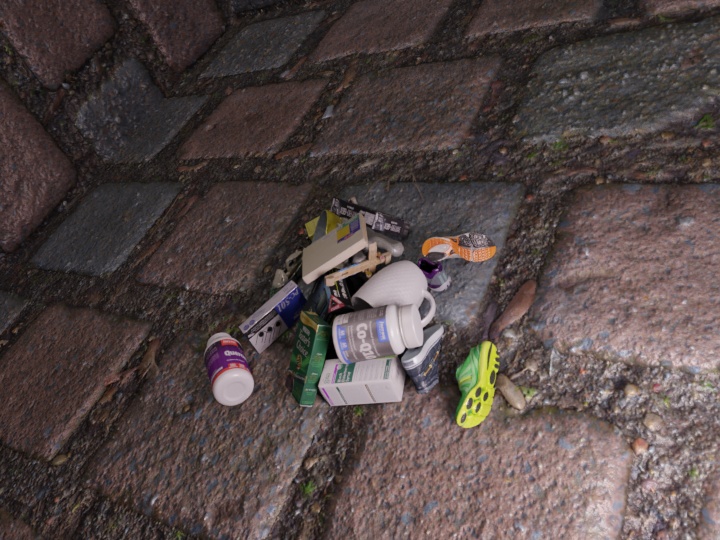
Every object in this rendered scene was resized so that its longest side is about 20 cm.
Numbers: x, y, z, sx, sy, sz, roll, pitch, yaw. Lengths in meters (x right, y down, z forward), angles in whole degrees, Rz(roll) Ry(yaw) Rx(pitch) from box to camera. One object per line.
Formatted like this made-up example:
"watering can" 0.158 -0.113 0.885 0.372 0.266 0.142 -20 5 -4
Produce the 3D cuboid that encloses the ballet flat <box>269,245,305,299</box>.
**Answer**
"ballet flat" -0.222 0.004 1.913 0.073 0.075 0.202 15 58 41

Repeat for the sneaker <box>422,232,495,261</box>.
"sneaker" 0.264 -0.066 1.681 0.192 0.079 0.092 2 7 10

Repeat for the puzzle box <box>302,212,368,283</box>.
"puzzle box" -0.068 -0.059 1.638 0.197 0.026 0.135 -31 31 16

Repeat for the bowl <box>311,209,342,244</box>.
"bowl" -0.079 -0.068 1.848 0.104 0.203 0.204 12 40 -15

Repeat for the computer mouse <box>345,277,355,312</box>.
"computer mouse" -0.033 0.078 1.748 0.057 0.034 0.202 -28 40 1

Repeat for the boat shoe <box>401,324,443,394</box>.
"boat shoe" 0.157 0.207 1.477 0.069 0.093 0.200 -17 13 32

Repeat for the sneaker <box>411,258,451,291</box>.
"sneaker" 0.152 -0.010 1.679 0.196 0.089 0.075 12 54 39

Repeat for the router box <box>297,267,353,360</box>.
"router box" -0.096 0.115 1.639 0.203 0.060 0.152 -62 27 29

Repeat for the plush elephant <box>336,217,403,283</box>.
"plush elephant" -0.002 -0.030 1.732 0.162 0.159 0.199 -24 46 -31

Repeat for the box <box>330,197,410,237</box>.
"box" 0.028 -0.157 1.856 0.197 0.155 0.051 24 100 45

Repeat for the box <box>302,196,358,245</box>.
"box" -0.087 -0.153 2.004 0.196 0.051 0.076 -30 40 3

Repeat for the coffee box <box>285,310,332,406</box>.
"coffee box" -0.132 0.215 1.554 0.122 0.043 0.207 31 109 61

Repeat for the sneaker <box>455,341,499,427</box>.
"sneaker" 0.249 0.254 1.379 0.083 0.074 0.204 -20 37 52

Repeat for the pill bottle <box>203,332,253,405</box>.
"pill bottle" -0.363 0.261 1.704 0.111 0.114 0.201 -32 40 -3

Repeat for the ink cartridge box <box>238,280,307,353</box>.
"ink cartridge box" -0.240 0.131 1.774 0.199 0.095 0.044 -42 41 -13

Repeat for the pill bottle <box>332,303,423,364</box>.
"pill bottle" 0.042 0.144 1.453 0.194 0.115 0.116 -13 42 18

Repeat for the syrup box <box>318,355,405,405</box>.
"syrup box" 0.004 0.262 1.500 0.194 0.083 0.080 -8 41 24

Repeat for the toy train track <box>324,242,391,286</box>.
"toy train track" 0.000 0.000 1.591 0.195 0.117 0.033 -21 44 -24

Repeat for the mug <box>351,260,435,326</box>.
"mug" 0.101 0.077 1.584 0.175 0.150 0.198 -42 51 -21
